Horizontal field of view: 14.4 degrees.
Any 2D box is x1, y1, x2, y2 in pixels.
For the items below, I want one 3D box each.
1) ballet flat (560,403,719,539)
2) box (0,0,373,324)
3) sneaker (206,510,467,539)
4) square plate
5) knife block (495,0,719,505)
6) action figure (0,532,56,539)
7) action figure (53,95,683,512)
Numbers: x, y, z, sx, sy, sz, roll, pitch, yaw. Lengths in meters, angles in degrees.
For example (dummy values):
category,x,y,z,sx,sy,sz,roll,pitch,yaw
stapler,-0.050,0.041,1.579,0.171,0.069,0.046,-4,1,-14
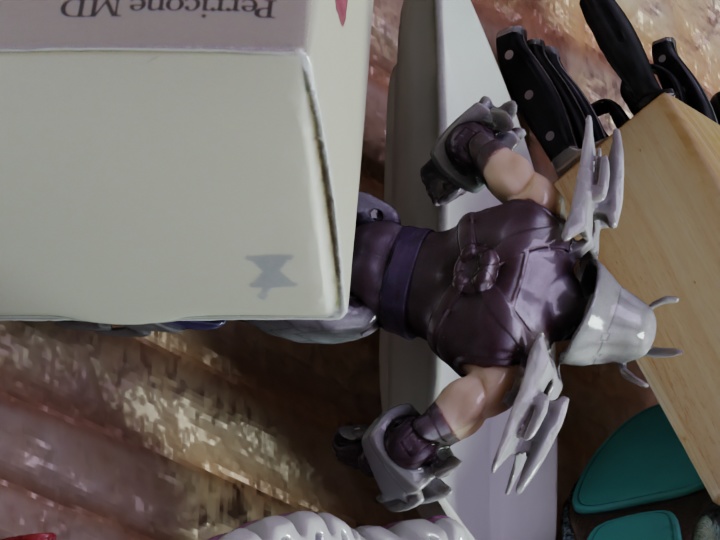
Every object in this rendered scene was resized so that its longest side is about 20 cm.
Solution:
category,x,y,z,sx,sy,sz,roll,pitch,yaw
ballet flat,0.108,0.110,1.043,0.074,0.074,0.200,64,22,-10
box,-0.064,-0.094,0.822,0.109,0.128,0.200,84,8,-48
sneaker,-0.014,0.120,0.799,0.200,0.080,0.089,8,58,-62
square plate,0.038,0.021,0.986,0.198,0.028,0.200,64,25,-59
knife block,0.115,-0.021,1.077,0.176,0.064,0.200,47,20,-8
action figure,-0.092,0.170,0.770,0.065,0.052,0.201,26,54,-69
action figure,0.000,0.000,0.855,0.069,0.200,0.130,83,22,-59
